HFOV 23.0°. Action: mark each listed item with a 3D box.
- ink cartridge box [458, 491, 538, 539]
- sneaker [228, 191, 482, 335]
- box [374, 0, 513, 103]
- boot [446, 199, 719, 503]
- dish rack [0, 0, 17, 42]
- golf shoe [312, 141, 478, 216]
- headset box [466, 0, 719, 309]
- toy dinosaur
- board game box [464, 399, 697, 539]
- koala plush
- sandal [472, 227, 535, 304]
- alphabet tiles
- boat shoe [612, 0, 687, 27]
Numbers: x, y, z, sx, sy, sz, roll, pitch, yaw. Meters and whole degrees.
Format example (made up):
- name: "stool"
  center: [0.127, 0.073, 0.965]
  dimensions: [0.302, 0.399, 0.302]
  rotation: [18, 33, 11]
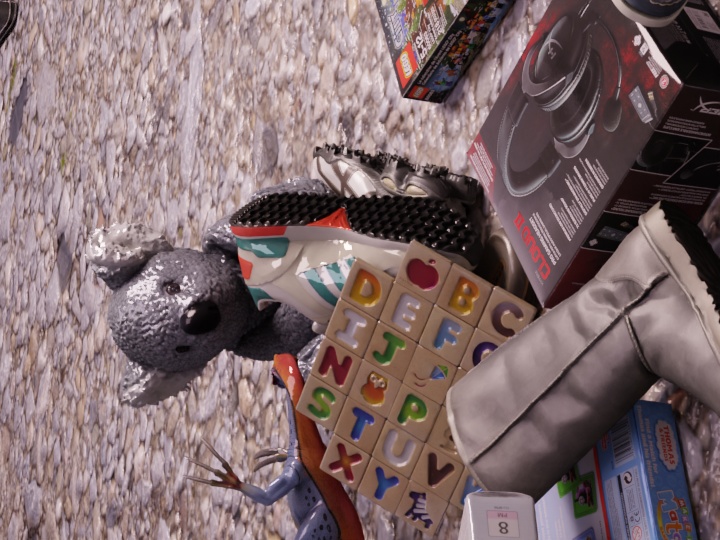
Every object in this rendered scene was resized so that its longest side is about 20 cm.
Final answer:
- name: "ink cartridge box"
  center: [0.078, 0.259, 1.042]
  dimensions: [0.164, 0.056, 0.201]
  rotation: [97, 170, -46]
- name: "sneaker"
  center: [-0.001, 0.000, 1.284]
  dimensions: [0.198, 0.070, 0.094]
  rotation: [6, 118, 25]
- name: "box"
  center: [0.055, -0.250, 1.364]
  dimensions: [0.137, 0.037, 0.202]
  rotation: [-53, 41, 44]
- name: "boot"
  center: [0.146, 0.080, 1.037]
  dimensions: [0.200, 0.072, 0.183]
  rotation: [-43, 45, 23]
- name: "dish rack"
  center: [-0.529, -0.412, 2.484]
  dimensions: [0.153, 0.054, 0.202]
  rotation: [-33, 55, 54]
- name: "golf shoe"
  center: [0.012, -0.045, 1.368]
  dimensions: [0.200, 0.077, 0.096]
  rotation: [25, 107, 62]
- name: "headset box"
  center: [0.152, -0.081, 1.111]
  dimensions: [0.201, 0.076, 0.150]
  rotation: [-60, 37, 35]
- name: "toy dinosaur"
  center: [-0.030, 0.159, 1.341]
  dimensions: [0.105, 0.198, 0.184]
  rotation: [-66, -12, -71]
- name: "board game box"
  center: [0.140, 0.189, 1.125]
  dimensions: [0.200, 0.036, 0.153]
  rotation: [-39, 52, 51]
- name: "koala plush"
  center: [-0.113, 0.023, 1.418]
  dimensions: [0.184, 0.198, 0.179]
  rotation: [-142, 36, -71]
- name: "sandal"
  center: [0.068, 0.057, 1.266]
  dimensions: [0.201, 0.054, 0.082]
  rotation: [-66, 33, 30]
- name: "alphabet tiles"
  center: [0.044, 0.086, 1.242]
  dimensions: [0.165, 0.006, 0.202]
  rotation: [30, 118, 15]
- name: "boat shoe"
  center: [0.193, -0.239, 1.038]
  dimensions: [0.062, 0.074, 0.202]
  rotation: [-34, 33, 65]
